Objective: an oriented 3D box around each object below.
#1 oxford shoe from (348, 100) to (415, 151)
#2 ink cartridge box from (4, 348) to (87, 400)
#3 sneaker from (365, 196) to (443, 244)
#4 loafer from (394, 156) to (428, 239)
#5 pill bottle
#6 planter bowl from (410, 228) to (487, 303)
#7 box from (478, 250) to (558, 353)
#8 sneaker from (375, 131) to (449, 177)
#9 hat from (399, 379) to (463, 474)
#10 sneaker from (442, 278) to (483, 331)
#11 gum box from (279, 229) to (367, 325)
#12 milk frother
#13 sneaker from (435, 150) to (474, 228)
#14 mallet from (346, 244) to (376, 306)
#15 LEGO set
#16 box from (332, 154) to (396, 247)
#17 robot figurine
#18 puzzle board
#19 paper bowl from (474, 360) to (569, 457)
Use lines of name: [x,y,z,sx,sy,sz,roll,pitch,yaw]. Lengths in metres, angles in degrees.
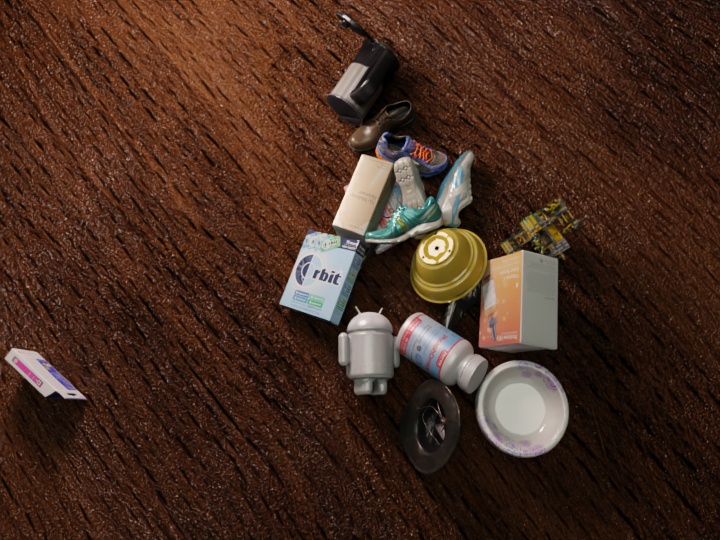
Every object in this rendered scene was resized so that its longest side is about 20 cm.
oxford shoe: [0.051,-0.384,1.492,0.198,0.084,0.073,-34,77,-1]
ink cartridge box: [-0.777,0.268,1.420,0.198,0.095,0.037,34,82,13]
sneaker: [0.099,-0.114,1.360,0.196,0.078,0.081,-21,99,-5]
loafer: [0.135,-0.180,1.423,0.068,0.070,0.205,-9,97,26]
pill bottle: [0.184,0.187,1.296,0.198,0.109,0.110,30,81,33]
planter bowl: [0.191,-0.034,1.348,0.196,0.084,0.205,-17,53,23]
box: [0.355,0.075,1.296,0.104,0.152,0.206,11,75,-23]
sneaker: [0.130,-0.297,1.458,0.195,0.079,0.077,15,68,9]
hat: [0.177,0.352,1.294,0.080,0.199,0.206,13,74,-35]
sneaker: [0.257,0.066,1.367,0.086,0.076,0.204,19,79,5]
gum box: [-0.091,0.014,1.399,0.167,0.044,0.204,13,77,36]
milk frother: [-0.022,-0.521,1.472,0.198,0.180,0.190,34,81,-3]
sneaker: [0.244,-0.203,1.438,0.079,0.076,0.204,25,81,-5]
mallet: [0.000,0.000,1.423,0.066,0.041,0.201,41,86,15]
LEGO set: [0.427,-0.066,1.329,0.152,0.201,0.117,-27,75,-22]
box: [0.012,-0.172,1.423,0.093,0.078,0.204,17,75,16]
robot figurine: [0.023,0.187,1.341,0.166,0.112,0.206,7,74,-32]
puzzle board: [0.063,-0.164,1.471,0.148,0.017,0.203,-27,76,0]
paper bowl: [0.354,0.308,1.280,0.195,0.104,0.206,-2,76,7]
